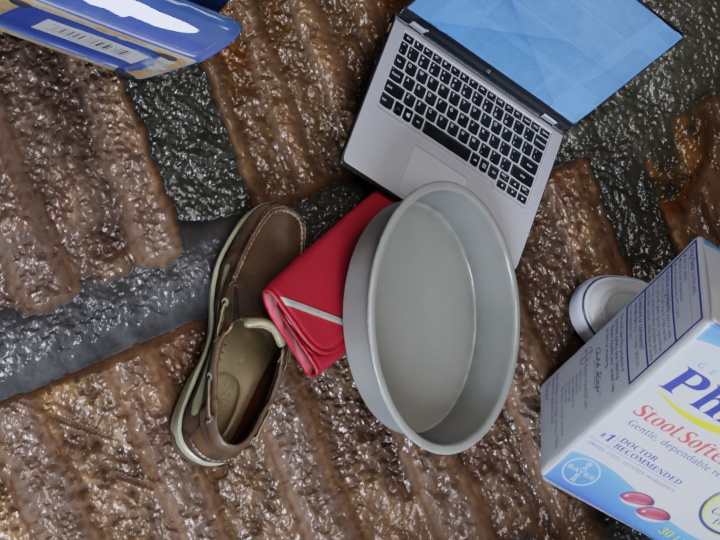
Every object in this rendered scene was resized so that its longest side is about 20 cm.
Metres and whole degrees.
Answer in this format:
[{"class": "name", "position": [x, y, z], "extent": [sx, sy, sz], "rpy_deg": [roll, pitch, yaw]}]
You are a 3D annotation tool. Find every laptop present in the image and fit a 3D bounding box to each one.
[{"class": "laptop", "position": [0.115, -0.130, 1.710], "extent": [0.187, 0.116, 0.200], "rpy_deg": [31, 70, -31]}]

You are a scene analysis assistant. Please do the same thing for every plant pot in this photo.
[{"class": "plant pot", "position": [-0.168, -0.241, 1.559], "extent": [0.200, 0.200, 0.180], "rpy_deg": [19, 82, -22]}]

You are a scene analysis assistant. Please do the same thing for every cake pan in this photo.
[{"class": "cake pan", "position": [0.051, 0.035, 1.672], "extent": [0.200, 0.037, 0.201], "rpy_deg": [4, 84, -54]}]

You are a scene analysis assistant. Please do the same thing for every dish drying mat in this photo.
[{"class": "dish drying mat", "position": [0.000, 0.000, 1.666], "extent": [0.077, 0.018, 0.200], "rpy_deg": [57, 42, -7]}]

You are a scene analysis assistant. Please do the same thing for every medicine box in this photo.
[{"class": "medicine box", "position": [0.264, 0.105, 1.710], "extent": [0.182, 0.200, 0.103], "rpy_deg": [30, 37, -19]}]

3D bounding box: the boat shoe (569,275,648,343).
[{"class": "boat shoe", "position": [0.264, 0.058, 1.788], "extent": [0.202, 0.086, 0.075], "rpy_deg": [29, 71, -20]}]

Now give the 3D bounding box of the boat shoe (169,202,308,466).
[{"class": "boat shoe", "position": [-0.073, 0.044, 1.633], "extent": [0.075, 0.075, 0.203], "rpy_deg": [21, 74, -22]}]
